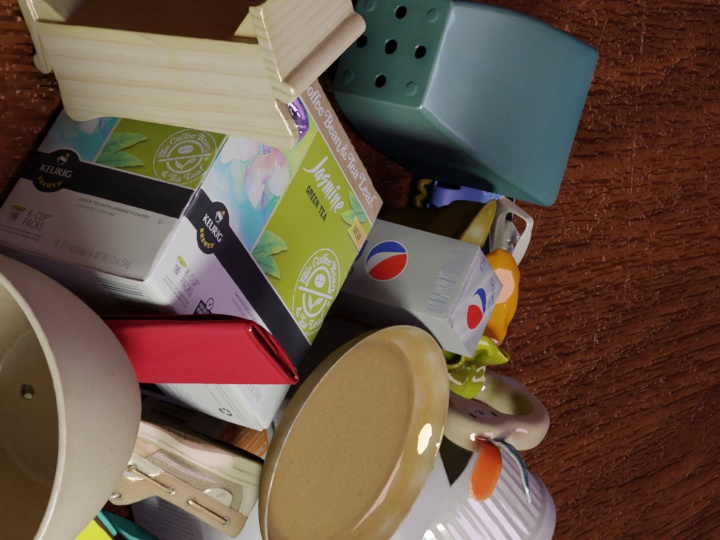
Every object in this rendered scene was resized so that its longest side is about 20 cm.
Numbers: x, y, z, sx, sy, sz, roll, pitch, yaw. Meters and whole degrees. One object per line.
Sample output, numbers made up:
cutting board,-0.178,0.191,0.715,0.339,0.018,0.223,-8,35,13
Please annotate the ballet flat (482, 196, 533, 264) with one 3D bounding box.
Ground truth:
ballet flat,0.134,-0.068,1.603,0.073,0.073,0.200,-19,120,-56

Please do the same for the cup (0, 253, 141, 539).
cup,-0.204,0.079,0.952,0.143,0.200,0.201,-3,106,-63

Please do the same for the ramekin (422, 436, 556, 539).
ramekin,0.060,0.214,1.484,0.200,0.200,0.105,-50,117,-37

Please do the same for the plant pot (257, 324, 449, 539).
plant pot,-0.008,0.128,1.201,0.200,0.027,0.200,-31,132,-41

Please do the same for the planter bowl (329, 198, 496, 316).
planter bowl,0.030,0.011,1.414,0.201,0.083,0.200,-58,169,-18

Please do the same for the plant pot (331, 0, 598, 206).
plant pot,0.075,-0.155,1.391,0.200,0.141,0.142,21,85,-56

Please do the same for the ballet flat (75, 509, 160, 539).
ballet flat,-0.193,0.186,1.165,0.067,0.067,0.200,-49,148,-8

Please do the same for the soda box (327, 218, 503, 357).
soda box,0.000,0.000,1.263,0.064,0.200,0.068,-65,151,-17

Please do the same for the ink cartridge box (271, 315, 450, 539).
ink cartridge box,-0.025,0.126,1.340,0.084,0.146,0.200,-56,147,-30

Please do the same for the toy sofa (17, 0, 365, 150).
toy sofa,-0.101,-0.143,1.018,0.083,0.200,0.098,-50,136,-38

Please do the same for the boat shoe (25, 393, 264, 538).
boat shoe,-0.152,0.126,1.126,0.200,0.071,0.065,24,88,-26

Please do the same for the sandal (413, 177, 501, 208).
sandal,0.109,-0.094,1.522,0.079,0.087,0.200,-1,112,-62

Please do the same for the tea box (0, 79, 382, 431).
tea box,-0.107,-0.035,1.126,0.197,0.133,0.200,-64,150,-22

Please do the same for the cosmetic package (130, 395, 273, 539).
cosmetic package,-0.114,0.175,1.285,0.101,0.071,0.200,-48,142,-40

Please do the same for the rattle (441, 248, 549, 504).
rattle,0.119,0.089,1.401,0.143,0.130,0.200,-53,-173,13

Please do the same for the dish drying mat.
dish drying mat,-0.142,0.048,1.044,0.077,0.200,0.018,56,38,-53
